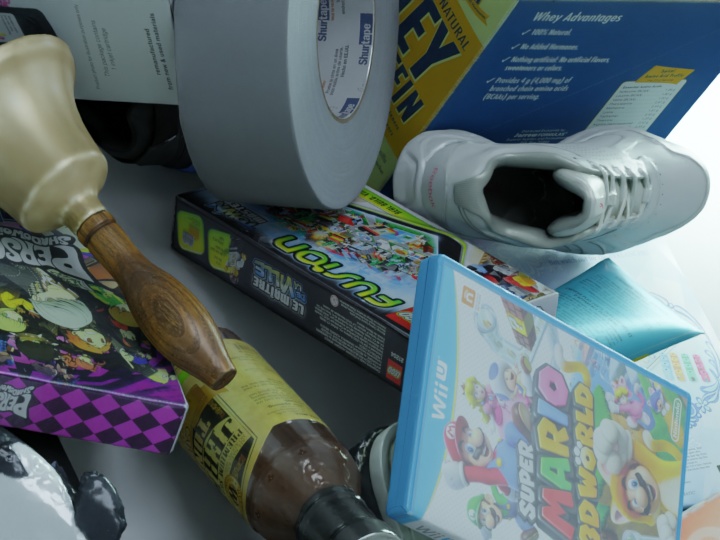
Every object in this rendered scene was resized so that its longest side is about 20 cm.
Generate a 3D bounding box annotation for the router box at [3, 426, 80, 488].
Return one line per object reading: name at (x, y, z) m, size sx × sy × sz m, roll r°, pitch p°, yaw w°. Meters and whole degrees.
router box at (-0.187, 0.169, 1.322) m, size 0.157 × 0.052 × 0.201 m, roll -10°, pitch 61°, yaw -37°

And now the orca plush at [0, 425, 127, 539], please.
orca plush at (-0.175, 0.121, 1.305) m, size 0.199 × 0.106 × 0.071 m, roll 32°, pitch -1°, yaw 1°

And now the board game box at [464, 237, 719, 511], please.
board game box at (0.129, 0.065, 1.613) m, size 0.199 × 0.043 × 0.200 m, roll -6°, pitch 59°, yaw -35°

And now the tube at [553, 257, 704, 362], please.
tube at (0.107, 0.043, 1.555) m, size 0.077 × 0.051 × 0.200 m, roll 43°, pitch 42°, yaw 23°

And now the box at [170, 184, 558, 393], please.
box at (0.000, 0.000, 1.525) m, size 0.110 × 0.035 × 0.200 m, roll -17°, pitch 35°, yaw -40°

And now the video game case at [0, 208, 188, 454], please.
video game case at (-0.200, 0.016, 1.409) m, size 0.199 × 0.036 × 0.182 m, roll 12°, pitch 27°, yaw -23°

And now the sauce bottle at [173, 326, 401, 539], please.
sauce bottle at (-0.041, 0.098, 1.405) m, size 0.064 × 0.065 × 0.200 m, roll 1°, pitch 24°, yaw -31°

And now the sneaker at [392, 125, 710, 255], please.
sneaker at (0.124, -0.039, 1.585) m, size 0.199 × 0.099 × 0.078 m, roll -4°, pitch 102°, yaw -26°

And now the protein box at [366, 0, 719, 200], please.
protein box at (0.100, -0.149, 1.658) m, size 0.198 × 0.200 × 0.135 m, roll -3°, pitch 56°, yaw -34°

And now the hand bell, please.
hand bell at (-0.131, -0.015, 1.413) m, size 0.104 × 0.104 × 0.200 m, roll -22°, pitch 61°, yaw -41°

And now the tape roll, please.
tape roll at (-0.037, -0.134, 1.511) m, size 0.066 × 0.201 × 0.201 m, roll 3°, pitch 42°, yaw 17°

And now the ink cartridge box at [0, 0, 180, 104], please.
ink cartridge box at (-0.170, -0.171, 1.523) m, size 0.199 × 0.083 × 0.146 m, roll 4°, pitch 46°, yaw 17°

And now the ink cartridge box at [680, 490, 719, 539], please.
ink cartridge box at (0.195, 0.237, 1.494) m, size 0.162 × 0.050 × 0.200 m, roll -27°, pitch 69°, yaw -33°

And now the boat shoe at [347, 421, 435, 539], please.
boat shoe at (0.038, 0.177, 1.419) m, size 0.075 × 0.060 × 0.201 m, roll -3°, pitch 75°, yaw -33°

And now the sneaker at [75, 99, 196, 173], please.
sneaker at (-0.134, -0.145, 1.595) m, size 0.111 × 0.077 × 0.201 m, roll 0°, pitch 61°, yaw -44°

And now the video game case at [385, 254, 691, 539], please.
video game case at (0.097, 0.094, 1.445) m, size 0.200 × 0.018 × 0.144 m, roll 28°, pitch 58°, yaw -35°
